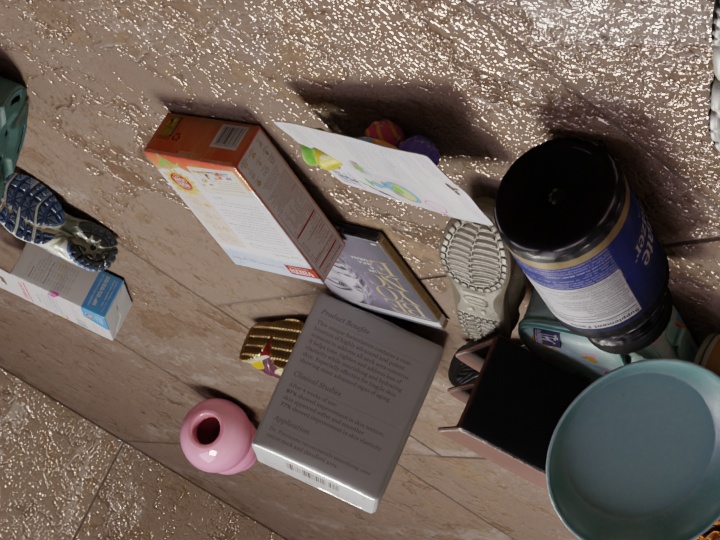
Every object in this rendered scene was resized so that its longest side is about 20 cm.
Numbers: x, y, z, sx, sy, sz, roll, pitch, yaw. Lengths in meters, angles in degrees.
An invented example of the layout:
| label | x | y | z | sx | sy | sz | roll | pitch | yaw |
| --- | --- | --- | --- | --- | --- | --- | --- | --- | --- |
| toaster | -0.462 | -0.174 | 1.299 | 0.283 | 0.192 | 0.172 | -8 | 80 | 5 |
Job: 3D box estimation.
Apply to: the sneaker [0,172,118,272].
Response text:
| label | x | y | z | sx | sy | sz | roll | pitch | yaw |
| --- | --- | --- | --- | --- | --- | --- | --- | --- | --- |
| sneaker | -0.421 | -0.059 | 2.123 | 0.199 | 0.078 | 0.085 | 38 | 163 | -28 |

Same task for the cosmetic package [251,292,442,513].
| label | x | y | z | sx | sy | sz | roll | pitch | yaw |
| --- | --- | --- | --- | --- | --- | --- | --- | --- | --- |
| cosmetic package | -0.015 | 0.163 | 1.937 | 0.166 | 0.202 | 0.166 | 24 | 168 | 6 |

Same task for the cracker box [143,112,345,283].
| label | x | y | z | sx | sy | sz | roll | pitch | yaw |
| --- | --- | --- | --- | --- | --- | --- | --- | --- | --- |
| cracker box | -0.118 | -0.075 | 1.669 | 0.133 | 0.058 | 0.201 | 12 | 151 | 38 |

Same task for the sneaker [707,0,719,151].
| label | x | y | z | sx | sy | sz | roll | pitch | yaw |
| --- | --- | --- | --- | --- | --- | --- | --- | --- | --- |
| sneaker | 0.265 | -0.127 | 1.002 | 0.084 | 0.078 | 0.200 | 14 | 159 | 20 |

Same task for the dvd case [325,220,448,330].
| label | x | y | z | sx | sy | sz | roll | pitch | yaw |
| --- | --- | --- | --- | --- | --- | --- | --- | --- | --- |
| dvd case | 0.000 | 0.000 | 1.793 | 0.147 | 0.016 | 0.200 | 14 | 158 | 33 |

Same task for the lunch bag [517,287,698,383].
| label | x | y | z | sx | sy | sz | roll | pitch | yaw |
| --- | --- | --- | --- | --- | --- | --- | --- | --- | --- |
| lunch bag | 0.252 | 0.080 | 1.563 | 0.159 | 0.078 | 0.200 | 13 | 157 | 37 |

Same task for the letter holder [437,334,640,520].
| label | x | y | z | sx | sy | sz | roll | pitch | yaw |
| --- | --- | --- | --- | --- | --- | --- | --- | --- | --- |
| letter holder | 0.179 | 0.160 | 1.595 | 0.198 | 0.101 | 0.142 | 28 | 165 | -10 |

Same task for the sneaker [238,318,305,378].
| label | x | y | z | sx | sy | sz | roll | pitch | yaw |
| --- | --- | --- | --- | --- | --- | --- | --- | --- | --- |
| sneaker | -0.081 | 0.111 | 2.134 | 0.089 | 0.076 | 0.199 | 27 | 170 | -28 |

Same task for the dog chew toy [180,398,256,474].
| label | x | y | z | sx | sy | sz | roll | pitch | yaw |
| --- | --- | --- | --- | --- | --- | --- | --- | --- | --- |
| dog chew toy | -0.230 | 0.293 | 2.744 | 0.123 | 0.126 | 0.200 | 19 | 168 | 21 |

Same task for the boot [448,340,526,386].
| label | x | y | z | sx | sy | sz | roll | pitch | yaw |
| --- | --- | --- | --- | --- | --- | --- | --- | --- | --- |
| boot | 0.217 | 0.154 | 1.848 | 0.199 | 0.066 | 0.164 | 33 | 163 | -31 |

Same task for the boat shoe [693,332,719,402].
| label | x | y | z | sx | sy | sz | roll | pitch | yaw |
| --- | --- | --- | --- | --- | --- | --- | --- | --- | --- |
| boat shoe | 0.373 | 0.132 | 1.546 | 0.062 | 0.075 | 0.201 | 21 | 156 | 36 |

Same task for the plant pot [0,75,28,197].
| label | x | y | z | sx | sy | sz | roll | pitch | yaw |
| --- | --- | --- | --- | --- | --- | --- | --- | --- | --- |
| plant pot | -0.482 | -0.162 | 1.770 | 0.194 | 0.202 | 0.200 | 18 | 162 | 1 |

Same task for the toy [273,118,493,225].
| label | x | y | z | sx | sy | sz | roll | pitch | yaw |
| --- | --- | --- | --- | --- | --- | --- | --- | --- | --- |
| toy | 0.026 | -0.103 | 1.434 | 0.199 | 0.048 | 0.115 | 14 | 161 | 44 |

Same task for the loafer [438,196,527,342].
| label | x | y | z | sx | sy | sz | roll | pitch | yaw |
| --- | --- | --- | --- | --- | --- | --- | --- | --- | --- |
| loafer | 0.122 | -0.008 | 1.529 | 0.075 | 0.069 | 0.201 | 18 | 147 | 17 |

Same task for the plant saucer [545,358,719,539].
| label | x | y | z | sx | sy | sz | roll | pitch | yaw |
| --- | --- | --- | --- | --- | --- | --- | --- | --- | --- |
| plant saucer | 0.264 | 0.169 | 1.493 | 0.199 | 0.201 | 0.036 | 33 | -168 | -18 |

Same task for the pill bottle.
| label | x | y | z | sx | sy | sz | roll | pitch | yaw |
| --- | --- | --- | --- | --- | --- | --- | --- | --- | --- |
| pill bottle | 0.194 | -0.013 | 1.341 | 0.111 | 0.113 | 0.200 | 13 | 158 | 34 |

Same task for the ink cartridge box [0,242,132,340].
| label | x | y | z | sx | sy | sz | roll | pitch | yaw |
| --- | --- | --- | --- | --- | --- | --- | --- | --- | --- |
| ink cartridge box | -0.444 | 0.019 | 2.371 | 0.198 | 0.068 | 0.115 | 24 | 161 | 6 |

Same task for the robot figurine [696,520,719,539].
| label | x | y | z | sx | sy | sz | roll | pitch | yaw |
| --- | --- | --- | --- | --- | --- | --- | --- | --- | --- |
| robot figurine | 0.454 | 0.303 | 1.913 | 0.144 | 0.059 | 0.200 | 25 | 161 | 9 |
